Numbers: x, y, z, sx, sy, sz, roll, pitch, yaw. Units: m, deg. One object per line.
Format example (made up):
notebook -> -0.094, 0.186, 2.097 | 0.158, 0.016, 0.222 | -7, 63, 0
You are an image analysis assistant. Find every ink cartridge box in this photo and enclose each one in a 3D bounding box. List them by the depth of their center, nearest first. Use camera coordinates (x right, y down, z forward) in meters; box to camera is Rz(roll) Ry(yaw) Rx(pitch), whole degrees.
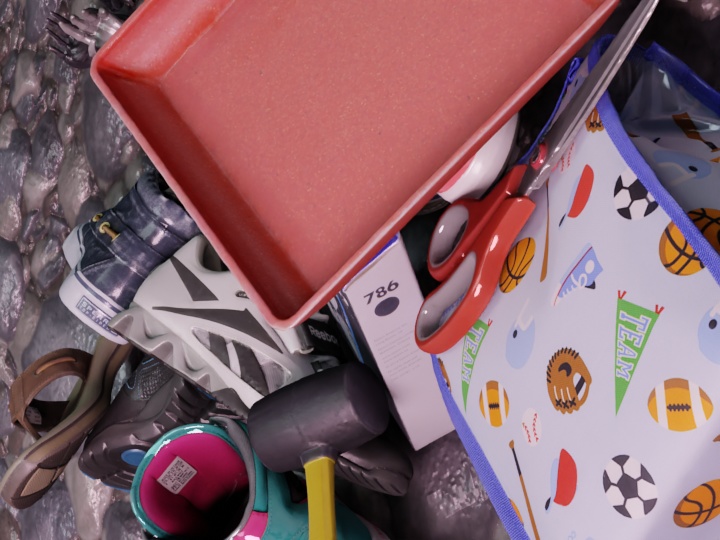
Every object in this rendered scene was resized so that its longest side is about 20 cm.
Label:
ink cartridge box -> 0.000, 0.000, 0.793 | 0.100, 0.039, 0.200 | 58, 173, 37

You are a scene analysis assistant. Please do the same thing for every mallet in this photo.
mallet -> -0.009, 0.129, 0.731 | 0.066, 0.041, 0.200 | -31, 46, 21

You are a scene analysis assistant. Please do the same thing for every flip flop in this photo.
flip flop -> -0.190, 0.076, 1.024 | 0.081, 0.057, 0.200 | -51, 12, 34

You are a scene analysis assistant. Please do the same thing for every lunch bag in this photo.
lunch bag -> 0.118, 0.020, 0.677 | 0.170, 0.124, 0.200 | -63, 39, 29

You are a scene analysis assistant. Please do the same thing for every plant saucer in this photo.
plant saucer -> -0.004, -0.099, 0.706 | 0.200, 0.037, 0.200 | -45, 52, 9

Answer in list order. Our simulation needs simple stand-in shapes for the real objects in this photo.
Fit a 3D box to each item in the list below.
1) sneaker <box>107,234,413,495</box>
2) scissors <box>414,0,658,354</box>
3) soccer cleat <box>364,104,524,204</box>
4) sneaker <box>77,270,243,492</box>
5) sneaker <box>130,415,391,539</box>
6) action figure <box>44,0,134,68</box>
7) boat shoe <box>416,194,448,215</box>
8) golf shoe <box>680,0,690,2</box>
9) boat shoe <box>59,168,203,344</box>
sneaker -> -0.041, 0.044, 0.868 | 0.200, 0.074, 0.089 | 32, 82, 25
scissors -> 0.071, -0.032, 0.660 | 0.200, 0.014, 0.073 | -48, 27, 51
soccer cleat -> 0.036, -0.119, 0.786 | 0.068, 0.073, 0.200 | -48, 27, 41
sneaker -> -0.110, 0.077, 1.013 | 0.200, 0.073, 0.082 | -39, 36, 40
sneaker -> -0.073, 0.129, 0.877 | 0.084, 0.121, 0.200 | -59, 24, -11
action figure -> -0.141, -0.183, 1.032 | 0.200, 0.102, 0.119 | -6, 71, 52
boat shoe -> -0.009, -0.043, 0.897 | 0.200, 0.072, 0.062 | 6, 116, 54
golf shoe -> 0.116, -0.147, 0.722 | 0.078, 0.097, 0.200 | -57, 26, -9
boat shoe -> -0.134, -0.019, 1.012 | 0.091, 0.071, 0.200 | -50, 14, 5
